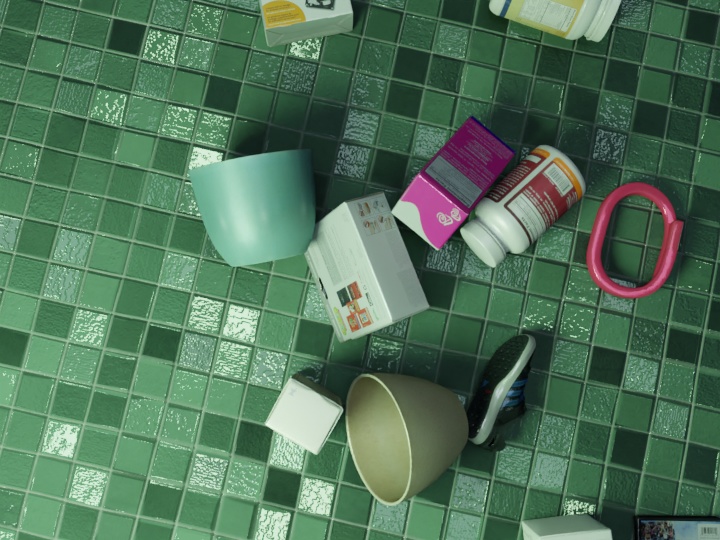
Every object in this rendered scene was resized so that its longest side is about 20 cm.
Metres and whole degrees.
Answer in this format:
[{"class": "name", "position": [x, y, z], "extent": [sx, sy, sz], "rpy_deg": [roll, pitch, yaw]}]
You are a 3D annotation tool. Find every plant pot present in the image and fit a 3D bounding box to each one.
[{"class": "plant pot", "position": [-0.160, -0.095, 1.224], "extent": [0.199, 0.201, 0.162], "rpy_deg": [-11, 95, -3]}]

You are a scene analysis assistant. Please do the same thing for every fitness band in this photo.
[{"class": "fitness band", "position": [0.466, -0.051, 1.311], "extent": [0.143, 0.037, 0.201], "rpy_deg": [17, 83, 3]}]

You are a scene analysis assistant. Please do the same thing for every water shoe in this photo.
[{"class": "water shoe", "position": [0.242, 0.202, 1.271], "extent": [0.079, 0.071, 0.201], "rpy_deg": [35, 82, -25]}]

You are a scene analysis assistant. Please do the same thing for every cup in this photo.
[{"class": "cup", "position": [0.084, 0.250, 1.206], "extent": [0.142, 0.200, 0.202], "rpy_deg": [-7, 83, -28]}]

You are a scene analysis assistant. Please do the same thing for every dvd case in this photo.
[{"class": "dvd case", "position": [0.523, 0.507, 1.260], "extent": [0.141, 0.018, 0.202], "rpy_deg": [1, 85, -1]}]

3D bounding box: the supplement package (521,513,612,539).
[{"class": "supplement package", "position": [0.334, 0.500, 1.206], "extent": [0.116, 0.117, 0.202], "rpy_deg": [-6, 84, -2]}]

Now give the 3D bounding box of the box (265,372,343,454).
[{"class": "box", "position": [-0.084, 0.215, 1.184], "extent": [0.095, 0.200, 0.078], "rpy_deg": [30, 84, 2]}]

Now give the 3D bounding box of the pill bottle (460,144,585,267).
[{"class": "pill bottle", "position": [0.265, -0.104, 1.270], "extent": [0.200, 0.113, 0.113], "rpy_deg": [-42, 86, -5]}]

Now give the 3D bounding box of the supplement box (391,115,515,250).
[{"class": "supplement box", "position": [0.151, -0.143, 1.230], "extent": [0.103, 0.101, 0.200], "rpy_deg": [40, 50, 3]}]

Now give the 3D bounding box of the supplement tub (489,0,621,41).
[{"class": "supplement tub", "position": [0.332, -0.478, 1.295], "extent": [0.199, 0.144, 0.145], "rpy_deg": [18, 84, 1]}]

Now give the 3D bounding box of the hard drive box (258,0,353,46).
[{"class": "hard drive box", "position": [-0.107, -0.507, 1.322], "extent": [0.155, 0.077, 0.202], "rpy_deg": [-12, 84, -3]}]

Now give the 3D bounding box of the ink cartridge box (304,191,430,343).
[{"class": "ink cartridge box", "position": [0.000, 0.000, 1.252], "extent": [0.083, 0.175, 0.201], "rpy_deg": [-18, 84, -34]}]
